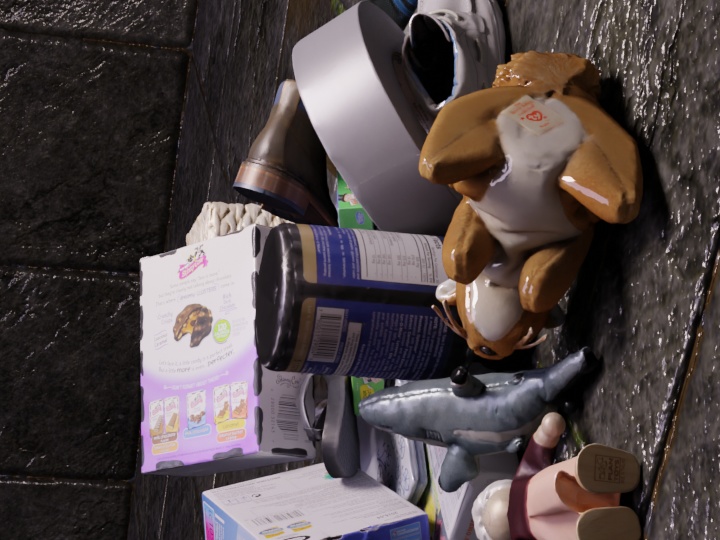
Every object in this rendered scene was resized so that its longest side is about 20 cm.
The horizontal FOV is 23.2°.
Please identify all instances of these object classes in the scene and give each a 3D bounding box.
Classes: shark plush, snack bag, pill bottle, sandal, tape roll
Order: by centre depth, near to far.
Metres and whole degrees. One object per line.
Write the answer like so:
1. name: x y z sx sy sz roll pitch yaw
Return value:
1. shark plush: 0.087 0.098 1.242 0.200 0.083 0.091 -11 50 55
2. pill bottle: 0.027 0.027 1.326 0.112 0.199 0.113 -175 90 -77
3. tape roll: 0.027 -0.113 1.405 0.066 0.200 0.201 -30 39 17
4. sandal: -0.028 0.109 1.492 0.200 0.043 0.076 -93 -7 -60
5. snack bag: 0.021 0.147 1.515 0.189 0.021 0.201 109 162 -50

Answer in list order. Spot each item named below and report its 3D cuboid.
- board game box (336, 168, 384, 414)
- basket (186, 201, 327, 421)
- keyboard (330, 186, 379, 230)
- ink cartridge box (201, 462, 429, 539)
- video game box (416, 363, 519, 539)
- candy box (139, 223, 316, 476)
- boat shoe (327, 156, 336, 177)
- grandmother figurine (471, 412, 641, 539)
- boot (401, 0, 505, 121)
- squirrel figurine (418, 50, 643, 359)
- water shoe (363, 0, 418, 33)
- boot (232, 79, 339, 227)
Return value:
1. board game box: 0.000 0.000 1.466 0.135 0.029 0.201 -91 -2 -58
2. basket: -0.091 0.045 1.755 0.198 0.160 0.201 140 131 -75
3. keyboard: 0.043 -0.084 1.533 0.127 0.021 0.201 42 114 31
4. ink cartridge box: -0.031 0.222 1.396 0.200 0.136 0.077 -162 63 -65
5. video game box: 0.072 0.154 1.426 0.200 0.047 0.183 -100 21 -48
6. candy box: -0.120 0.075 1.564 0.167 0.071 0.201 -14 72 45
7. boat shoe: 0.027 -0.122 1.646 0.200 0.066 0.074 15 141 58
8. grandmother figurine: 0.125 0.157 1.178 0.200 0.060 0.122 140 142 -68
9. boot: 0.071 -0.187 1.409 0.096 0.073 0.201 42 -152 -50
10. squirrel figurine: 0.112 -0.042 1.206 0.201 0.141 0.187 -79 -6 -47
11. water shoe: 0.033 -0.282 1.674 0.200 0.078 0.072 109 161 -46
12. boot: -0.043 -0.089 1.456 0.200 0.074 0.097 36 -108 -77
